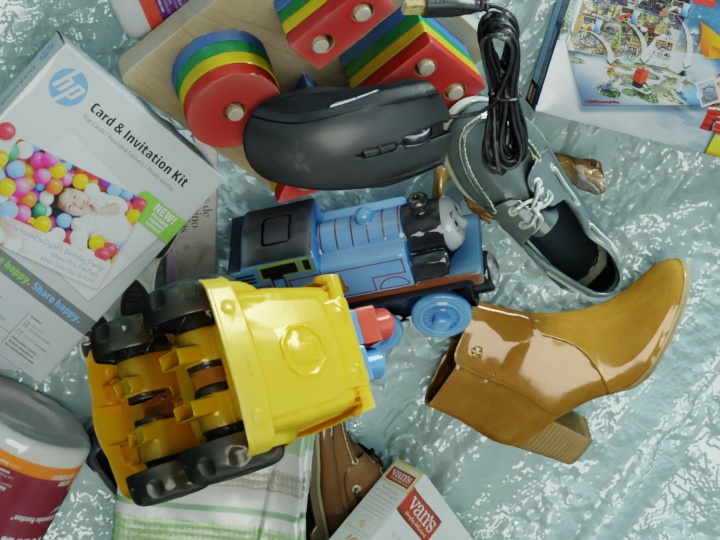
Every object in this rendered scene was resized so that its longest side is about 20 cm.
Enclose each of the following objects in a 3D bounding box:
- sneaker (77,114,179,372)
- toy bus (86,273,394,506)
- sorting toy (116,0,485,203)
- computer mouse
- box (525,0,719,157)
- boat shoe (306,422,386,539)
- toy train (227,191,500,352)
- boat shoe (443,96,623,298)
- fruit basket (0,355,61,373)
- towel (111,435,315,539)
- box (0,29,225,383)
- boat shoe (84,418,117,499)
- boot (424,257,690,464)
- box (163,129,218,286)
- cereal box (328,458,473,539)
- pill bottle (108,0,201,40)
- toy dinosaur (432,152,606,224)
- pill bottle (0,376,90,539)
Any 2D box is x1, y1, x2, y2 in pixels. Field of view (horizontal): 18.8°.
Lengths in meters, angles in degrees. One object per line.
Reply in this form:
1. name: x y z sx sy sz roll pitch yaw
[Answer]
1. sneaker: -0.182 -0.024 1.603 0.080 0.083 0.200 6 109 -20
2. toy bus: -0.076 0.075 1.542 0.192 0.200 0.136 -12 81 -37
3. sorting toy: -0.030 -0.135 1.533 0.199 0.070 0.200 -37 137 18
4. computer mouse: 0.020 -0.116 1.472 0.199 0.046 0.141 -3 121 -6
5. box: 0.240 -0.165 1.641 0.200 0.038 0.137 13 106 -12
6. boat shoe: -0.015 0.158 1.702 0.068 0.072 0.200 -10 119 -10
7. toy train: 0.000 0.000 1.611 0.200 0.087 0.114 -11 133 12
8. boat shoe: 0.129 -0.050 1.578 0.073 0.062 0.200 -44 126 -3
9. fruit basket: -0.299 -0.013 1.587 0.185 0.094 0.200 6 112 -13
10. towel: -0.112 0.185 1.642 0.149 0.031 0.200 5 109 -5
11. box: -0.217 -0.042 1.517 0.156 0.041 0.200 41 94 -27
12. boat shoe: -0.135 0.186 1.692 0.075 0.062 0.200 -40 109 7
13. boot: 0.150 0.051 1.682 0.144 0.071 0.201 27 108 -19
14. box: -0.129 -0.005 1.641 0.039 0.041 0.200 -1 107 -9
15. cereal box: 0.006 0.263 1.686 0.200 0.039 0.144 -49 135 -14
16. pill bottle: -0.091 -0.246 1.528 0.200 0.112 0.113 -22 110 -1
17. toy dinosaur: 0.088 -0.094 1.644 0.200 0.060 0.106 29 71 -12
18. pill bottle: -0.297 0.189 1.642 0.114 0.114 0.200 26 103 -15
